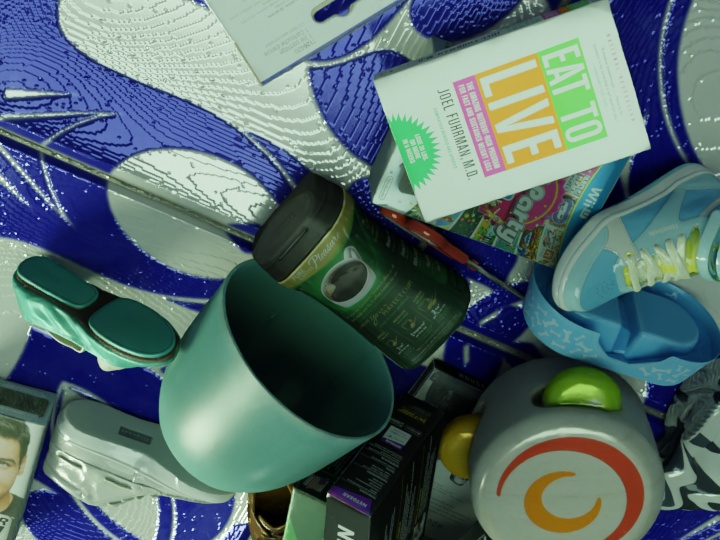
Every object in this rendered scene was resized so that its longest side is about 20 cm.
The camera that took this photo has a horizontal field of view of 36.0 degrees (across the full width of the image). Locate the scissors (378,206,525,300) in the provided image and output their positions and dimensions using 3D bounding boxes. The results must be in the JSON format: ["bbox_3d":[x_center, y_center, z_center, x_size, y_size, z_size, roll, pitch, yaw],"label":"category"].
[{"bbox_3d":[0.097,-0.014,1.074,0.200,0.073,0.014,29,89,-40],"label":"scissors"}]

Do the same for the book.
[{"bbox_3d":[0.127,-0.136,0.933,0.200,0.048,0.134,-19,111,9],"label":"book"}]

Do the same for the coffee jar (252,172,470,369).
[{"bbox_3d":[0.000,0.000,1.044,0.200,0.085,0.104,36,112,-19],"label":"coffee jar"}]

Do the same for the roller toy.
[{"bbox_3d":[0.196,0.185,1.091,0.200,0.140,0.182,-37,108,19],"label":"roller toy"}]

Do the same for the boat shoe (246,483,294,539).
[{"bbox_3d":[-0.091,0.263,1.191,0.072,0.068,0.200,-5,118,1],"label":"boat shoe"}]

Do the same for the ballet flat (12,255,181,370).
[{"bbox_3d":[-0.247,0.054,1.047,0.200,0.067,0.070,26,133,23],"label":"ballet flat"}]

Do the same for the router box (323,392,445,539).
[{"bbox_3d":[0.019,0.240,1.087,0.051,0.149,0.200,23,133,20],"label":"router box"}]

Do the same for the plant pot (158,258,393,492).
[{"bbox_3d":[-0.095,0.115,1.049,0.200,0.201,0.161,37,120,-19],"label":"plant pot"}]

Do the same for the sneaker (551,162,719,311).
[{"bbox_3d":[0.276,-0.012,0.979,0.200,0.131,0.080,-37,132,-12],"label":"sneaker"}]

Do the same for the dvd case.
[{"bbox_3d":[0.089,0.203,1.189,0.150,0.025,0.200,27,115,-15],"label":"dvd case"}]

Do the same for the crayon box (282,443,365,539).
[{"bbox_3d":[-0.035,0.275,1.141,0.051,0.127,0.200,22,121,17],"label":"crayon box"}]

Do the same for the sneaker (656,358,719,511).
[{"bbox_3d":[0.386,0.181,1.153,0.129,0.080,0.199,16,117,-11],"label":"sneaker"}]

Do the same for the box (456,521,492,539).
[{"bbox_3d":[0.091,0.369,1.187,0.200,0.048,0.193,-39,147,-2],"label":"box"}]

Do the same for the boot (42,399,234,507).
[{"bbox_3d":[-0.234,0.213,1.169,0.200,0.074,0.096,26,121,-5],"label":"boot"}]

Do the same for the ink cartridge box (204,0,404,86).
[{"bbox_3d":[-0.055,-0.288,0.915,0.197,0.047,0.200,-28,117,12],"label":"ink cartridge box"}]

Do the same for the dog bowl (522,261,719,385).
[{"bbox_3d":[0.247,0.049,1.067,0.200,0.112,0.050,17,129,-10],"label":"dog bowl"}]

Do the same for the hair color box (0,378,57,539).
[{"bbox_3d":[-0.393,0.209,1.161,0.099,0.061,0.200,17,116,-10],"label":"hair color box"}]

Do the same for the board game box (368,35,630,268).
[{"bbox_3d":[0.127,-0.103,1.006,0.200,0.064,0.148,19,116,-12],"label":"board game box"}]
